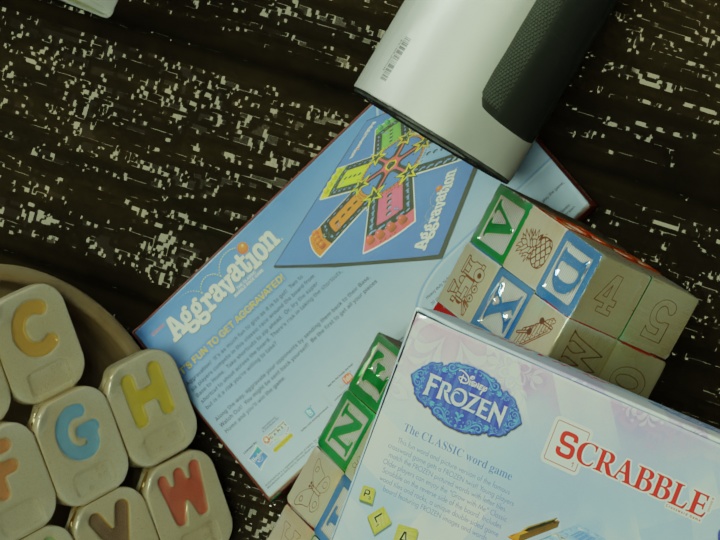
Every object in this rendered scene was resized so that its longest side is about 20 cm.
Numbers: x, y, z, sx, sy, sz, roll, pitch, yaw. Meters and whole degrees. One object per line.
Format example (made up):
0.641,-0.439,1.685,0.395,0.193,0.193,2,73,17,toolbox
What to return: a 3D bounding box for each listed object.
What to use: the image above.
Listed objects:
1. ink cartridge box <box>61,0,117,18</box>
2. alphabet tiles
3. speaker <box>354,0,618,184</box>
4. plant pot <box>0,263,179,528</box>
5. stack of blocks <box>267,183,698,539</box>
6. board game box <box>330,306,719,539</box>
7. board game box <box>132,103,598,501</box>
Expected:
-0.160,-0.207,1.052,0.200,0.084,0.147,27,92,47,ink cartridge box
-0.146,0.115,1.049,0.015,0.200,0.197,-3,109,53,alphabet tiles
0.080,-0.142,1.024,0.081,0.081,0.201,32,91,14,speaker
-0.187,0.098,1.085,0.093,0.200,0.202,-3,89,54,plant pot
0.046,0.070,1.024,0.201,0.058,0.115,-62,34,8,stack of blocks
0.073,0.141,0.913,0.199,0.041,0.200,24,95,32,board game box
0.000,0.000,1.089,0.200,0.019,0.103,-43,80,12,board game box
